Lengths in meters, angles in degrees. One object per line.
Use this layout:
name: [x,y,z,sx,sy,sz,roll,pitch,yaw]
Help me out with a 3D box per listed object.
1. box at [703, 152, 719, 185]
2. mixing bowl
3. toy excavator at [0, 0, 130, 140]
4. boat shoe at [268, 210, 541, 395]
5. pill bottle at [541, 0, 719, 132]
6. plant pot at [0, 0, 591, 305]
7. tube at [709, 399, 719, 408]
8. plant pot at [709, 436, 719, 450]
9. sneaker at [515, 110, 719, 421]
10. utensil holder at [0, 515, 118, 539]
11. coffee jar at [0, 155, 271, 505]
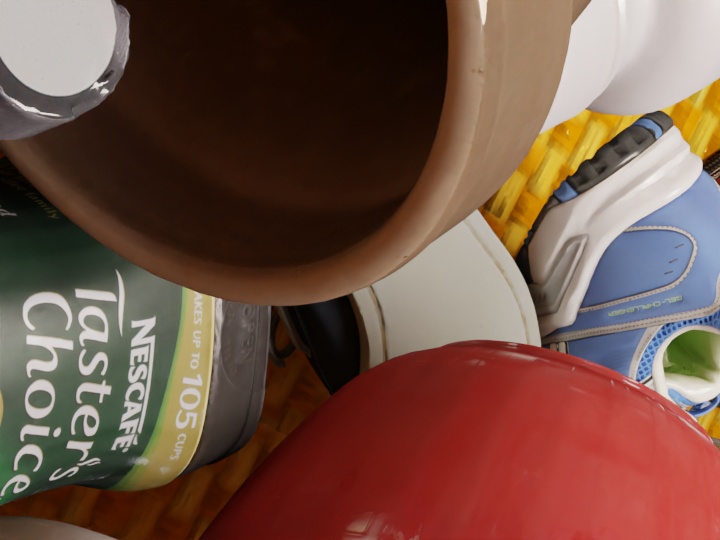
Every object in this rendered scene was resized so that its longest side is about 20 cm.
box: [0.238,-0.031,1.109,0.200,0.160,0.044,-33,131,-33]
mixing bowl: [0.046,0.091,0.869,0.200,0.199,0.109,50,55,-49]
toy excavator: [-0.175,-0.076,0.640,0.200,0.100,0.195,-34,105,-40]
boat shoe: [0.000,0.000,0.928,0.075,0.062,0.200,-45,135,-17]
pill bottle: [0.096,-0.118,0.930,0.200,0.119,0.120,-30,130,-37]
plant pot: [-0.001,-0.117,0.751,0.174,0.199,0.201,-36,134,-43]
tube: [0.157,0.037,1.019,0.058,0.199,0.052,-52,138,-16]
plant pot: [0.187,0.204,0.997,0.201,0.195,0.194,-63,144,-17]
sneaker: [0.084,0.032,0.989,0.076,0.077,0.200,-38,163,-25]
utensil holder: [-0.098,0.194,0.809,0.200,0.169,0.170,-58,143,-29]
coffee jar: [-0.112,0.020,0.789,0.199,0.085,0.105,-14,114,-45]
